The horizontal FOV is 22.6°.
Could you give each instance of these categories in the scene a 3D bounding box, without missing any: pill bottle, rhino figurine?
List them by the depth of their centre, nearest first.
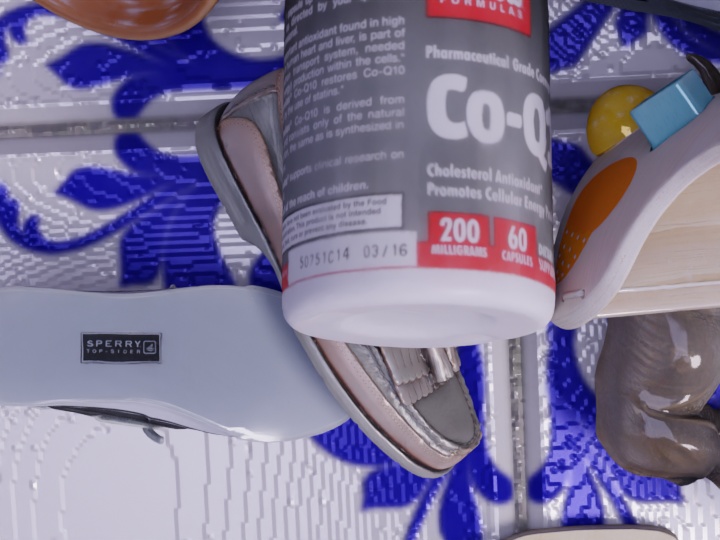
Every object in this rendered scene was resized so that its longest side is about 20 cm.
[{"bbox_3d":[0.024,-0.075,0.758,0.113,0.114,0.201,-1,78,6],"label":"pill bottle"},{"bbox_3d":[0.149,0.002,0.818,0.087,0.060,0.201,0,95,2],"label":"rhino figurine"}]

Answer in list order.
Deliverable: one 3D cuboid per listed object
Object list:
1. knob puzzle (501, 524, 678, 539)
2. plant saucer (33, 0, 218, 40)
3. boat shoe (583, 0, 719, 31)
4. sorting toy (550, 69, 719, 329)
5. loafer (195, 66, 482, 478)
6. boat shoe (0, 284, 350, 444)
[{"bbox_3d":[0.100,0.212,0.863,0.218,0.030,0.221,1,97,6],"label":"knob puzzle"},{"bbox_3d":[-0.128,-0.192,0.779,0.200,0.200,0.037,42,57,0],"label":"plant saucer"},{"bbox_3d":[0.162,-0.139,0.780,0.199,0.074,0.067,17,91,16],"label":"boat shoe"},{"bbox_3d":[0.189,-0.050,0.709,0.199,0.180,0.107,-4,79,-16],"label":"sorting toy"},{"bbox_3d":[0.000,0.000,0.820,0.063,0.072,0.200,-33,90,31],"label":"loafer"},{"bbox_3d":[-0.098,0.044,0.843,0.198,0.068,0.074,0,86,-19],"label":"boat shoe"}]
